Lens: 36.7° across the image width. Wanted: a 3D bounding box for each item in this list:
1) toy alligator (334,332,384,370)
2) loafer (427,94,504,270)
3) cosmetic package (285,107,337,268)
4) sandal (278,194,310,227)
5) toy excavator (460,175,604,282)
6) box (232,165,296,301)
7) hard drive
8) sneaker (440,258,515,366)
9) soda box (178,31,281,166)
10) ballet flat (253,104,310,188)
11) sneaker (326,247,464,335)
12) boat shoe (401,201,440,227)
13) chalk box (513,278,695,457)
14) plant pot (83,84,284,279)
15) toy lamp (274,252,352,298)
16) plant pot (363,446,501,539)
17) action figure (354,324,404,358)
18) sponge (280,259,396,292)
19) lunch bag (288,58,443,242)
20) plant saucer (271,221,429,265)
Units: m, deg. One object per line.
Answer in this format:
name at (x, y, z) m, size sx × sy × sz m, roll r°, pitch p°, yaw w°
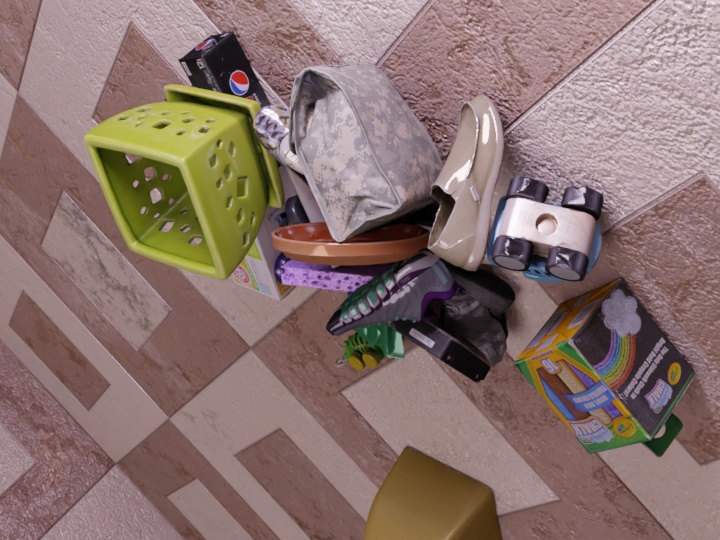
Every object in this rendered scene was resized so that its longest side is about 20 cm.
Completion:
toy alligator at (-0.001, 0.124, 1.764) m, size 0.055 × 0.059 × 0.199 m, roll 53°, pitch 149°, yaw -13°
loafer at (0.118, -0.103, 1.248) m, size 0.067 × 0.204 × 0.076 m, roll 6°, pitch 178°, yaw -16°
cosmetic package at (-0.049, -0.119, 1.477) m, size 0.113 × 0.080 × 0.202 m, roll -114°, pitch -1°, yaw -57°
sandal at (-0.089, -0.062, 1.570) m, size 0.200 × 0.042 × 0.077 m, roll 39°, pitch -152°, yaw -87°
toy excavator at (0.192, -0.029, 1.309) m, size 0.191 × 0.101 × 0.200 m, roll 13°, pitch 163°, yaw 14°
box at (-0.157, -0.070, 1.688) m, size 0.111 × 0.101 × 0.202 m, roll 18°, pitch 139°, yaw 38°
hard drive at (0.099, 0.097, 1.536) m, size 0.139 × 0.038 × 0.200 m, roll 32°, pitch 178°, yaw 28°
sneaker at (0.128, 0.039, 1.457) m, size 0.198 × 0.060 × 0.105 m, roll 30°, pitch 125°, yaw -7°
soda box at (-0.174, -0.234, 1.547) m, size 0.063 × 0.071 × 0.202 m, roll 5°, pitch 131°, yaw 46°
ballet flat at (-0.050, -0.134, 1.366) m, size 0.200 × 0.073 × 0.072 m, roll 39°, pitch 155°, yaw -28°
sneaker at (0.041, 0.050, 1.412) m, size 0.199 × 0.075 × 0.088 m, roll -36°, pitch 101°, yaw 34°
boat shoe at (0.068, -0.093, 1.424) m, size 0.200 × 0.060 × 0.073 m, roll 7°, pitch 134°, yaw 47°
chalk box at (0.313, 0.137, 1.330) m, size 0.201 × 0.125 × 0.124 m, roll 51°, pitch 149°, yaw -6°
plant pot at (-0.225, -0.135, 1.477) m, size 0.197 × 0.182 × 0.202 m, roll 16°, pitch 138°, yaw 33°
toy lamp at (-0.041, 0.017, 1.603) m, size 0.198 × 0.058 × 0.059 m, roll 15°, pitch 138°, yaw 39°
plant pot at (0.111, 0.475, 1.900) m, size 0.192 × 0.200 × 0.197 m, roll 21°, pitch 142°, yaw 35°
action figure at (0.023, 0.026, 1.627) m, size 0.117 × 0.055 × 0.203 m, roll 23°, pitch 136°, yaw 35°
sponge at (0.000, 0.000, 1.518) m, size 0.197 × 0.111 × 0.030 m, roll 6°, pitch 110°, yaw 24°
lunch bag at (0.001, -0.153, 1.295) m, size 0.117 × 0.163 × 0.203 m, roll -26°, pitch 88°, yaw 30°
plant saucer at (-0.012, -0.034, 1.349) m, size 0.198 × 0.198 × 0.033 m, roll 9°, pitch 105°, yaw 45°
